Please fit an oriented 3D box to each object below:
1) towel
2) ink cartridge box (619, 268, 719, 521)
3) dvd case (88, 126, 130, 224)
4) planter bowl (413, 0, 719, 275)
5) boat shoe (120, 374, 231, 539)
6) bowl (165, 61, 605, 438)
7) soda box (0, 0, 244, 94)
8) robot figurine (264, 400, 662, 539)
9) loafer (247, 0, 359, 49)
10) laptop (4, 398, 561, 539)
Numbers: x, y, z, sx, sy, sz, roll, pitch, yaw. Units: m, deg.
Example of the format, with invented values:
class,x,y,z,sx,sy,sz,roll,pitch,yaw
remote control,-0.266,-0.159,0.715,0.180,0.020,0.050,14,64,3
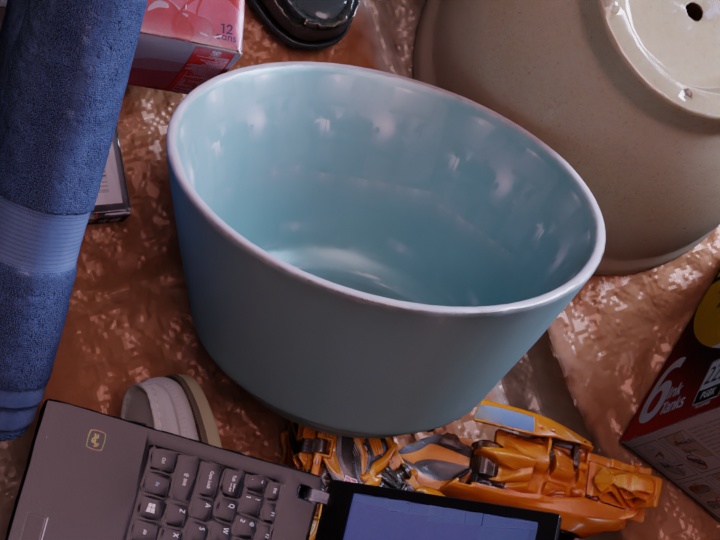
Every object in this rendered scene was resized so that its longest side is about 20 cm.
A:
class,x,y,z,sx,sy,sz,roll,pitch,yaw
towel,-0.138,-0.039,0.782,0.048,0.112,0.202,12,104,-19
ink cartridge box,0.237,0.021,0.905,0.084,0.200,0.176,37,66,-6
dvd case,-0.213,-0.083,0.863,0.198,0.022,0.147,-8,78,-21
planter bowl,0.142,-0.112,0.943,0.199,0.135,0.202,6,73,-19
boat shoe,-0.100,0.142,0.814,0.068,0.075,0.202,6,74,-25
bowl,0.000,0.000,0.849,0.199,0.106,0.201,13,32,-8
soda box,-0.153,-0.135,0.854,0.198,0.063,0.071,9,71,-20
robot figurine,0.040,0.117,0.882,0.198,0.058,0.146,16,70,-17
loafer,-0.039,-0.213,0.941,0.071,0.063,0.202,-8,79,-22
laptop,-0.046,0.158,0.741,0.199,0.103,0.179,18,76,-15
